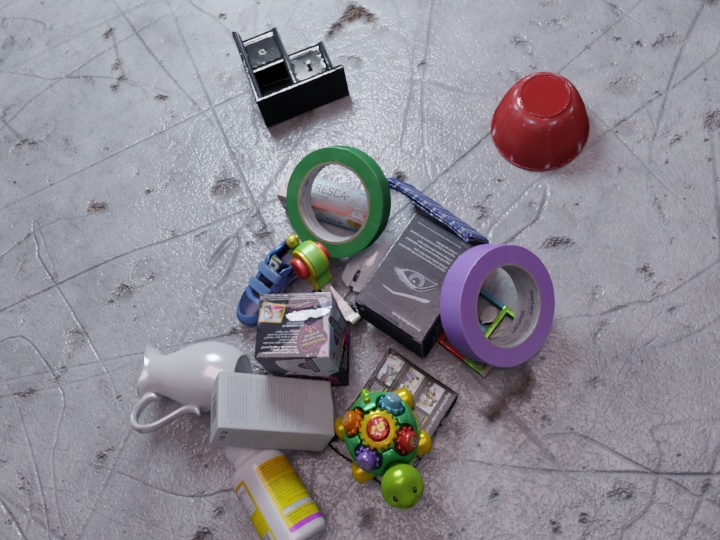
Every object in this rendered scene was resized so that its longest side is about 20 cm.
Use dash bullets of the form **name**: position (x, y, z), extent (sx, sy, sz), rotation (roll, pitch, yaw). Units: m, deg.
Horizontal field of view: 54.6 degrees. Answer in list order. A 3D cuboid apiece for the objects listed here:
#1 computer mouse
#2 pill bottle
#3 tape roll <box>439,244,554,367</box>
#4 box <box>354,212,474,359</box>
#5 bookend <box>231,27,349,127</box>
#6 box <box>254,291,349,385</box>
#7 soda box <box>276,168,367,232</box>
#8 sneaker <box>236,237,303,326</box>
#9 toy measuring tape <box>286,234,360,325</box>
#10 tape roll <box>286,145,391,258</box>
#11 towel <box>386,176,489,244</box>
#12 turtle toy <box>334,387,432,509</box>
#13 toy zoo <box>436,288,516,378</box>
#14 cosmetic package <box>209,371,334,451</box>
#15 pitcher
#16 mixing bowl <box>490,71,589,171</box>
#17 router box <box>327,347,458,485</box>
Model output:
- **computer mouse**: position (0.000, 0.000, 1.328), extent (0.109, 0.044, 0.202), rotation (30, 75, 19)
- **pill bottle**: position (-0.148, 0.372, 1.166), extent (0.103, 0.105, 0.201), rotation (-34, 67, -6)
- **tape roll**: position (0.233, 0.058, 1.180), extent (0.196, 0.065, 0.205), rotation (-1, 93, -27)
- **box**: position (0.105, 0.028, 1.245), extent (0.147, 0.105, 0.201), rotation (33, 77, 19)
- **bookend**: position (-0.150, -0.446, 1.505), extent (0.197, 0.092, 0.202), rotation (-20, 66, -1)
- **box**: position (-0.092, 0.125, 1.205), extent (0.129, 0.200, 0.117), rotation (-2, 69, 8)
- **soda box**: position (-0.062, -0.135, 1.378), extent (0.197, 0.069, 0.064), rotation (19, 72, 15)
- **sneaker**: position (-0.170, 0.014, 1.327), extent (0.073, 0.082, 0.201), rotation (34, 77, 17)
- **toy measuring tape**: position (-0.066, 0.011, 1.260), extent (0.073, 0.074, 0.201), rotation (-39, 84, -9)
- **tape roll**: position (-0.042, -0.128, 1.293), extent (0.197, 0.048, 0.205), rotation (6, 106, 23)
- **towel**: position (0.143, -0.108, 1.305), extent (0.199, 0.144, 0.024), rotation (38, 104, 20)
- **turtle toy**: position (0.042, 0.282, 1.119), extent (0.144, 0.101, 0.203), rotation (-24, 69, -1)
- **toy zoo**: position (0.186, 0.085, 1.278), extent (0.199, 0.021, 0.132), rotation (36, 77, 20)
- **cosmetic package**: position (-0.148, 0.237, 1.165), extent (0.196, 0.072, 0.103), rotation (9, 51, -21)
- **pitcher**: position (-0.305, 0.211, 1.242), extent (0.196, 0.122, 0.174), rotation (-1, 54, 15)
- **mixing bowl**: position (0.355, -0.311, 1.367), extent (0.196, 0.109, 0.204), rotation (-3, 67, 8)
- **router box**: position (0.057, 0.260, 1.209), extent (0.148, 0.051, 0.201), rotation (31, 76, 17)
